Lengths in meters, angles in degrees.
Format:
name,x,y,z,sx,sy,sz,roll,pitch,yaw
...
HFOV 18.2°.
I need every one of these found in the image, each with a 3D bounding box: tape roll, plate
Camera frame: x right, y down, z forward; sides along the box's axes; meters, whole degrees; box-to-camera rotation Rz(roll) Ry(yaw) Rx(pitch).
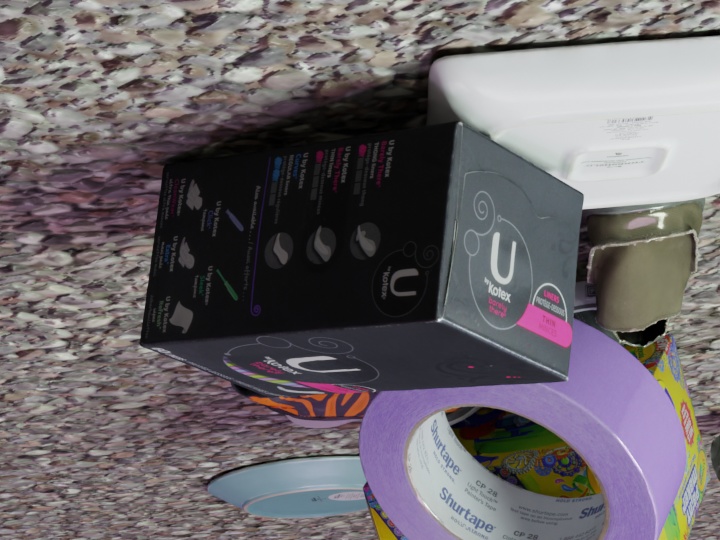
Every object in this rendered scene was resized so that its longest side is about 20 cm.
name,x,y,z,sx,sy,sz,roll,pitch,yaw
tape roll,0.102,0.116,1.422,0.199,0.066,0.201,15,134,16
plate,-0.040,0.202,2.052,0.199,0.026,0.200,-4,163,-1
plate,0.132,-0.070,1.176,0.199,0.032,0.200,-4,164,-2

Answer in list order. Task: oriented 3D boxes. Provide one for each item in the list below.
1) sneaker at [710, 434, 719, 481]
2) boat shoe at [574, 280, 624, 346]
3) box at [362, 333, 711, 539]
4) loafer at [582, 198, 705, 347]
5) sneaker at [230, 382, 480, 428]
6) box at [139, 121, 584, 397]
name,x,y,z,sx,sy,sz,roll,pitch,yaw
sneaker,0.397,0.129,1.902,0.199,0.077,0.089,-12,-167,18
boat shoe,0.129,0.053,1.530,0.068,0.057,0.200,0,168,-14
box,0.132,0.152,1.609,0.192,0.122,0.200,-11,-164,21
loafer,0.173,0.000,1.347,0.075,0.070,0.200,-7,165,7
sneaker,-0.002,0.068,1.518,0.199,0.078,0.112,-15,162,30
box,0.000,0.000,1.174,0.199,0.107,0.122,-6,160,38
